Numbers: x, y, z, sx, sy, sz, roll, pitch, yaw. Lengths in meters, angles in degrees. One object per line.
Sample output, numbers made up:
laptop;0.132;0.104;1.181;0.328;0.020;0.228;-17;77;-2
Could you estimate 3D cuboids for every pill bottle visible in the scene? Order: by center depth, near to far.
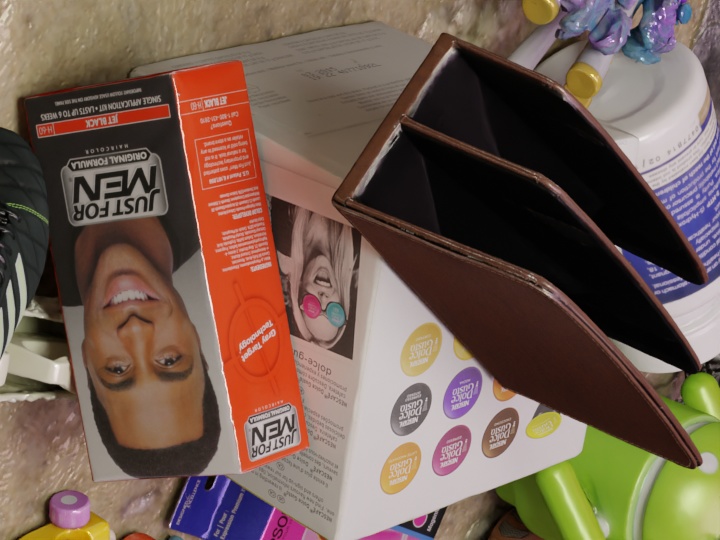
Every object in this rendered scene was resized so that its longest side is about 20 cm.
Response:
pill bottle;0.175;-0.037;1.748;0.120;0.120;0.200;-43;132;-26

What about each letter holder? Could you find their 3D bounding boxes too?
letter holder;0.105;-0.003;1.346;0.101;0.142;0.200;-56;141;-11

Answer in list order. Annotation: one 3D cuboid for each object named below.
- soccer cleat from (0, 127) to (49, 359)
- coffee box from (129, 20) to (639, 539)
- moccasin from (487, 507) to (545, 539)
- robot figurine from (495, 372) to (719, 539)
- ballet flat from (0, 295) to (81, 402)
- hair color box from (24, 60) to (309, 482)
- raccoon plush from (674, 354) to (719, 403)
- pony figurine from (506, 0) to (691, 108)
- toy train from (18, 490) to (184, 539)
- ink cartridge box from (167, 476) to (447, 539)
soccer cleat;-0.188;0.009;1.335;0.081;0.067;0.200;121;-15;-58
coffee box;0.000;0.000;1.508;0.200;0.200;0.198;-15;123;-44
moccasin;0.117;0.256;1.923;0.078;0.074;0.201;-34;135;-29
robot figurine;0.180;0.137;1.814;0.175;0.200;0.116;-23;122;-42
ballet flat;-0.184;0.038;1.422;0.200;0.072;0.072;3;109;-51
hair color box;-0.097;0.002;1.408;0.061;0.101;0.200;-18;98;-54
raccoon plush;0.193;0.121;1.956;0.134;0.097;0.200;10;75;-40
pony figurine;0.157;-0.190;1.644;0.200;0.167;0.193;-53;174;-32
toy train;-0.162;0.210;1.564;0.200;0.056;0.150;-46;141;-23
ink cartridge box;-0.024;0.137;1.687;0.200;0.037;0.095;25;88;-46
